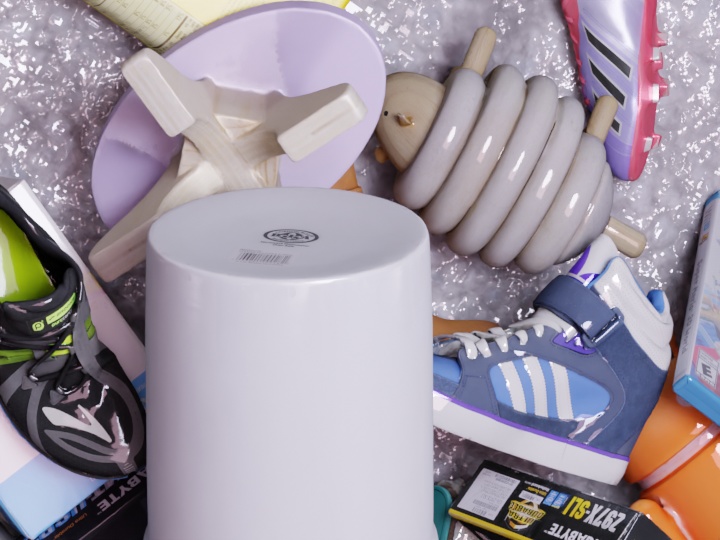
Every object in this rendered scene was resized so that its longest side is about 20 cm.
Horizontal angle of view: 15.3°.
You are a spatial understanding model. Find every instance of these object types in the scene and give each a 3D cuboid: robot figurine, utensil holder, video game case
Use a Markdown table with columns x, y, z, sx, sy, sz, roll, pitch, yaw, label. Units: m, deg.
| x | y | z | sx | sy | sz | roll | pitch | yaw | label |
| --- | --- | --- | --- | --- | --- | --- | --- | --- | --- |
| 0.243 | 0.136 | 1.737 | 0.144 | 0.117 | 0.200 | -41 | 87 | 7 | robot figurine |
| -0.039 | 0.071 | 1.493 | 0.169 | 0.170 | 0.201 | -5 | 110 | -15 | utensil holder |
| 0.270 | 0.050 | 1.732 | 0.143 | 0.200 | 0.018 | 37 | 127 | -14 | video game case |

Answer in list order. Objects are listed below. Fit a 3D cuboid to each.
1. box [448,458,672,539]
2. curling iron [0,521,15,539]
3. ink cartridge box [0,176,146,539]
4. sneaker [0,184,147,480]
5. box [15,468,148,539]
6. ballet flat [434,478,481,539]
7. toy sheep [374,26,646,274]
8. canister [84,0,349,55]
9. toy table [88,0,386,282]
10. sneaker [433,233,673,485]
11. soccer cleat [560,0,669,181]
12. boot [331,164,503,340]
| x | y | z | sx | sy | sz | roll | pitch | yaw | label |
| --- | --- | --- | --- | --- | --- | --- | --- | --- | --- |
| 0.171 | 0.204 | 1.680 | 0.200 | 0.159 | 0.049 | 43 | 73 | -32 | box |
| -0.241 | 0.141 | 1.590 | 0.026 | 0.200 | 0.049 | -54 | 146 | 8 | curling iron |
| -0.217 | 0.039 | 1.608 | 0.125 | 0.128 | 0.201 | -36 | 102 | -12 | ink cartridge box |
| -0.182 | 0.035 | 1.508 | 0.071 | 0.083 | 0.200 | -32 | 102 | -15 | sneaker |
| -0.145 | 0.227 | 1.640 | 0.198 | 0.050 | 0.201 | -37 | 126 | -13 | box |
| 0.045 | 0.234 | 1.725 | 0.071 | 0.072 | 0.201 | 22 | 87 | -15 | ballet flat |
| 0.095 | -0.066 | 1.692 | 0.199 | 0.138 | 0.139 | 26 | 85 | -3 | toy sheep |
| -0.105 | -0.205 | 1.652 | 0.200 | 0.087 | 0.149 | 35 | 84 | -16 | canister |
| -0.075 | -0.070 | 1.585 | 0.184 | 0.117 | 0.200 | 42 | 105 | -15 | toy table |
| 0.102 | 0.038 | 1.650 | 0.199 | 0.081 | 0.147 | 20 | 87 | -23 | sneaker |
| 0.161 | -0.160 | 1.747 | 0.076 | 0.067 | 0.201 | 2 | 98 | 14 | soccer cleat |
| 0.000 | 0.000 | 1.698 | 0.199 | 0.074 | 0.156 | -5 | 90 | -18 | boot |
